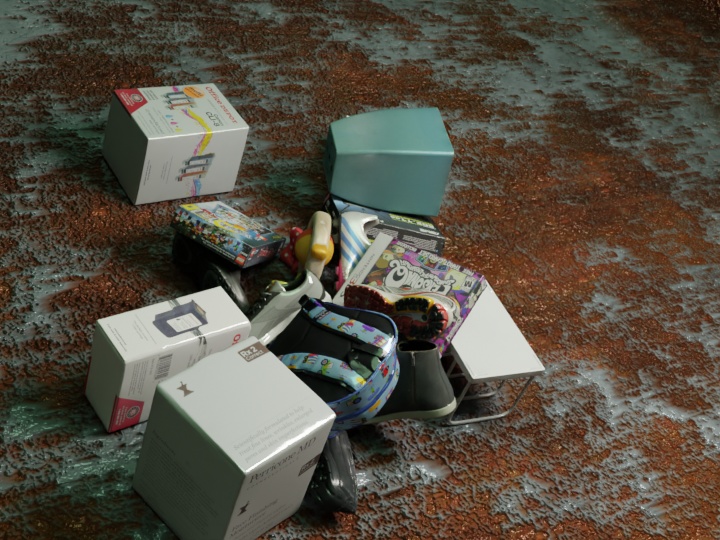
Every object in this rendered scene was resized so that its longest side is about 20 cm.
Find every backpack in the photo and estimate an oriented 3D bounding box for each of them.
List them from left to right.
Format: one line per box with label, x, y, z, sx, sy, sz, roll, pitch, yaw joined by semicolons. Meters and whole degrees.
backpack;-0.030;0.137;1.409;0.199;0.135;0.183;7;48;43

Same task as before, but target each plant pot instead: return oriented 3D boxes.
plant pot;0.041;-0.193;1.836;0.198;0.142;0.142;0;42;-12

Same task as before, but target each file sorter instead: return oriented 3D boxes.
file sorter;0.165;0.129;1.655;0.138;0.125;0.201;-4;45;-30

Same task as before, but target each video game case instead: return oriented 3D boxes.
video game case;0.064;0.049;1.605;0.199;0.036;0.182;24;68;29

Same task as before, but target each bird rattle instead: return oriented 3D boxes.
bird rattle;-0.074;-0.021;1.693;0.112;0.164;0.201;21;42;-5

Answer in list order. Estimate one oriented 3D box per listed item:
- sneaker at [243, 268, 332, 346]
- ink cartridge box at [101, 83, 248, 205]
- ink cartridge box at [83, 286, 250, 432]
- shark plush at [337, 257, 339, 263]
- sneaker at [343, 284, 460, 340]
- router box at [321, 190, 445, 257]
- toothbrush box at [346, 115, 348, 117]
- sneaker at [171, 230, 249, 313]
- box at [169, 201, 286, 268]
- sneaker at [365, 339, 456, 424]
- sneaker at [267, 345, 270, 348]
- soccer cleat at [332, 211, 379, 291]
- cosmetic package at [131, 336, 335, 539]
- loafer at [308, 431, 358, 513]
sneaker;-0.143;0.064;1.576;0.199;0.080;0.074;-29;22;-12
ink cartridge box;-0.321;-0.223;1.821;0.199;0.145;0.146;-12;49;-37
ink cartridge box;-0.266;0.120;1.442;0.199;0.145;0.084;-16;51;-38
shark plush;0.016;0.027;1.781;0.200;0.091;0.083;34;12;38
sneaker;0.057;0.061;1.541;0.199;0.079;0.082;10;15;37
router box;0.036;-0.073;1.840;0.198;0.063;0.150;12;18;-14
toothbrush box;0.023;-0.193;1.998;0.145;0.086;0.201;15;40;-8
sneaker;-0.220;0.001;1.668;0.090;0.076;0.200;-6;48;-42
box;-0.210;-0.061;1.695;0.136;0.038;0.200;30;10;7
sneaker;0.035;0.157;1.514;0.198;0.107;0.075;-8;17;21
sneaker;-0.126;0.150;1.530;0.073;0.080;0.200;24;36;6
soccer cleat;0.000;0.000;1.701;0.085;0.070;0.202;-3;78;2
cosmetic package;-0.163;0.227;1.321;0.165;0.201;0.164;40;42;22
loafer;-0.044;0.256;1.463;0.070;0.068;0.201;38;22;-32
